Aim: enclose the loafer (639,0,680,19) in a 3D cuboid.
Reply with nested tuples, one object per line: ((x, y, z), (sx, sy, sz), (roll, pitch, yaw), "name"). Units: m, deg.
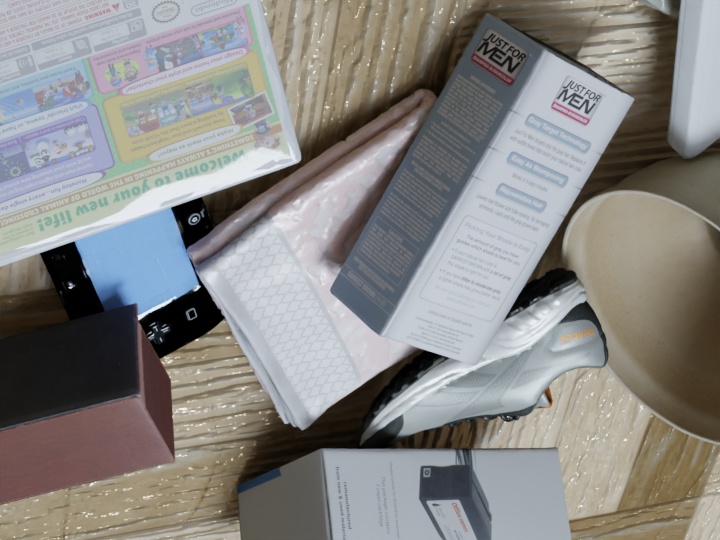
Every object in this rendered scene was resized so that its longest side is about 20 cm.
((0.156, -0.201, 1.090), (0.199, 0.072, 0.063), (16, 106, -44), "loafer")

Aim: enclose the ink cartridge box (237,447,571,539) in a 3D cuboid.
((0.031, 0.181, 1.329), (0.198, 0.084, 0.145), (3, 161, -29), "ink cartridge box")

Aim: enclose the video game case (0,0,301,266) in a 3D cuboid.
((-0.146, -0.110, 1.014), (0.198, 0.022, 0.183), (-20, 120, -9), "video game case")

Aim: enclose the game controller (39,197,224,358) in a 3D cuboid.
((-0.142, -0.017, 1.126), (0.104, 0.042, 0.201), (-22, 138, -6), "game controller")

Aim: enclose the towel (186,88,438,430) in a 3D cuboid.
((0.000, 0.000, 1.205), (0.190, 0.032, 0.201), (-34, 139, -6), "towel")

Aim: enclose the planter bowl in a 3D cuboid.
((0.255, 0.000, 1.253), (0.134, 0.200, 0.201), (-37, 145, -31), "planter bowl")

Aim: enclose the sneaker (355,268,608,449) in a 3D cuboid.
((0.082, 0.081, 1.281), (0.199, 0.074, 0.080), (-32, 98, 17), "sneaker")

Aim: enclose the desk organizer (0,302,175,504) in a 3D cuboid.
((-0.219, 0.094, 1.139), (0.198, 0.072, 0.077), (-14, 139, 6), "desk organizer")

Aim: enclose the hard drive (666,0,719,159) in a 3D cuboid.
((0.247, -0.159, 1.129), (0.132, 0.026, 0.200), (-39, 158, -11), "hard drive")

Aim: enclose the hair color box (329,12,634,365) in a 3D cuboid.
((0.076, -0.048, 1.149), (0.099, 0.061, 0.201), (19, 106, -46), "hair color box")
